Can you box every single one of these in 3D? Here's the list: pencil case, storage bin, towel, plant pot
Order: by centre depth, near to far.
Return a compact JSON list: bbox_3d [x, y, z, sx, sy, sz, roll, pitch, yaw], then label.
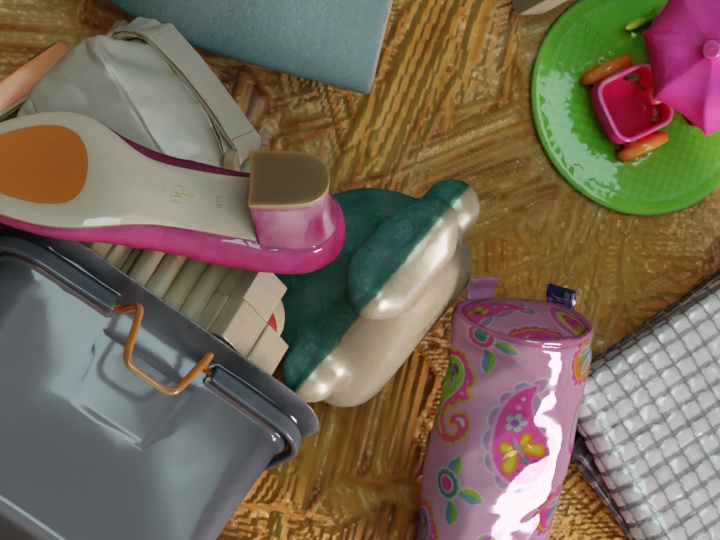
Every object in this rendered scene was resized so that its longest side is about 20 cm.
[{"bbox_3d":[-0.141,0.086,1.078,0.200,0.146,0.134,35,64,-13],"label":"storage bin"},{"bbox_3d":[-0.073,-0.241,1.171,0.200,0.196,0.196,7,61,-4],"label":"plant pot"},{"bbox_3d":[0.077,0.108,1.210,0.087,0.087,0.200,4,110,-14],"label":"pencil case"},{"bbox_3d":[0.225,0.095,1.286,0.200,0.086,0.166,-33,95,-17],"label":"towel"}]

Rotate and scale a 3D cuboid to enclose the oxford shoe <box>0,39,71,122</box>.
[{"bbox_3d":[-0.225,-0.047,1.190,0.200,0.071,0.073,-40,99,-15],"label":"oxford shoe"}]

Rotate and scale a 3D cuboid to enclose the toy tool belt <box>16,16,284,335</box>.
[{"bbox_3d":[-0.097,-0.049,1.176,0.125,0.123,0.200,-33,97,23],"label":"toy tool belt"}]

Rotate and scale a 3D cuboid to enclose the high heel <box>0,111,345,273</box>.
[{"bbox_3d":[-0.108,-0.031,1.051,0.200,0.096,0.067,-1,65,1],"label":"high heel"}]

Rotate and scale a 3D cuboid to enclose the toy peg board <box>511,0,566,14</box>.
[{"bbox_3d":[0.167,-0.280,1.254,0.098,0.199,0.200,-7,81,-33],"label":"toy peg board"}]

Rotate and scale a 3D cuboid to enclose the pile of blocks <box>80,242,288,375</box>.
[{"bbox_3d":[-0.121,-0.018,1.103,0.200,0.082,0.062,34,71,-8],"label":"pile of blocks"}]

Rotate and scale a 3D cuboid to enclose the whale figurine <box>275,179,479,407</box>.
[{"bbox_3d":[0.000,0.000,1.177,0.104,0.200,0.159,40,79,4],"label":"whale figurine"}]

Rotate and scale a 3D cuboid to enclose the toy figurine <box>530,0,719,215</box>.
[{"bbox_3d":[0.224,-0.129,1.254,0.200,0.184,0.150,-25,91,-16],"label":"toy figurine"}]
